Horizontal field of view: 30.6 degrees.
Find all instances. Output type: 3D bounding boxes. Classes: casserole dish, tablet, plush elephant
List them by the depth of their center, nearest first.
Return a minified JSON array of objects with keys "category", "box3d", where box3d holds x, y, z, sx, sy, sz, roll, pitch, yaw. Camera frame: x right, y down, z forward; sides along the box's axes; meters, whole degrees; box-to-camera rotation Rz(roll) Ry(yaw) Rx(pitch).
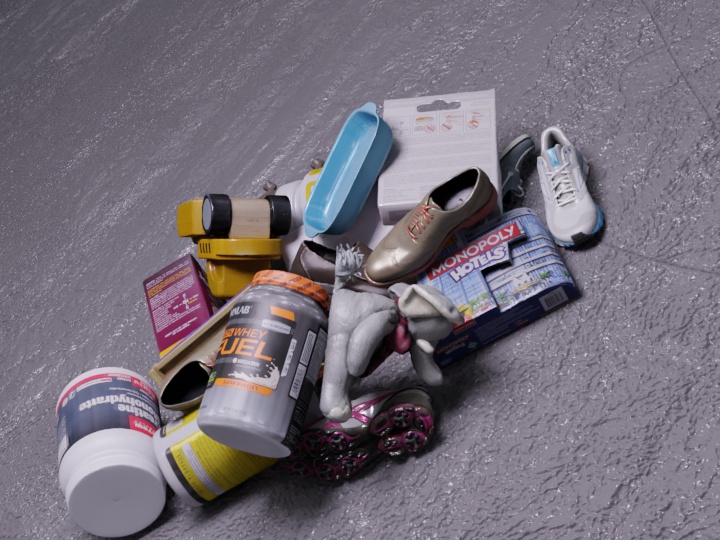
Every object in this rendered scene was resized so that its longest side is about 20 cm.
[{"category":"plush elephant","box3d":[0.042,0.073,1.541,0.155,0.200,0.165,5,5,3]},{"category":"casserole dish","box3d":[-0.014,-0.129,1.778,0.200,0.039,0.121,-65,25,3]},{"category":"tablet","box3d":[-0.016,-0.033,1.815,0.200,0.014,0.130,-32,69,23]}]

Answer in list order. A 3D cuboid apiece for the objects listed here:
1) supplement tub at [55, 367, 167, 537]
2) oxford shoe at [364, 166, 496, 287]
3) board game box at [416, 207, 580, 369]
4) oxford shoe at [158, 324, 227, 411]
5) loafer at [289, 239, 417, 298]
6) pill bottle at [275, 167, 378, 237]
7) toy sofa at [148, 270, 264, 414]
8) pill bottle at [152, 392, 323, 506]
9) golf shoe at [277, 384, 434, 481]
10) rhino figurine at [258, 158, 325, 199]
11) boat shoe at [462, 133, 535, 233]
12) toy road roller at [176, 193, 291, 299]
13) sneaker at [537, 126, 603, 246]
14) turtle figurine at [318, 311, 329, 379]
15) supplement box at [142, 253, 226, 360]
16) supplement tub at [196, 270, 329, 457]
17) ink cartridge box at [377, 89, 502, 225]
[{"category":"supplement tub","box3d":[-0.326,0.235,1.725,0.140,0.140,0.200,-30,35,6]},{"category":"oxford shoe","box3d":[0.079,-0.061,1.646,0.200,0.075,0.070,-42,62,-3]},{"category":"board game box","box3d":[0.149,-0.004,1.672,0.200,0.062,0.200,-29,45,8]},{"category":"oxford shoe","box3d":[-0.166,0.113,1.637,0.200,0.070,0.075,-40,1,3]},{"category":"loafer","box3d":[0.000,0.000,1.745,0.200,0.071,0.073,7,22,10]},{"category":"pill bottle","box3d":[-0.017,-0.101,1.896,0.200,0.114,0.114,-13,40,27]},{"category":"toy sofa","box3d":[-0.175,0.095,1.722,0.200,0.083,0.098,-40,6,5]},{"category":"pill bottle","box3d":[-0.150,0.202,1.649,0.200,0.111,0.111,-31,35,6]},{"category":"golf shoe","box3d":[-0.004,0.194,1.586,0.200,0.073,0.092,-17,21,11]},{"category":"rhino figurine","box3d":[-0.135,-0.095,2.031,0.200,0.060,0.088,-26,33,14]},{"category":"boat shoe","box3d":[0.189,-0.108,1.804,0.062,0.073,0.200,38,61,9]},{"category":"toy road roller","box3d":[-0.181,-0.033,1.873,0.123,0.146,0.200,0,1,-22]},{"category":"sneaker","box3d":[0.261,-0.113,1.713,0.075,0.087,0.200,-22,38,14]},{"category":"turtle figurine","box3d":[-0.051,0.097,1.732,0.200,0.064,0.161,-27,22,37]},{"category":"supplement box","box3d":[-0.233,0.082,1.857,0.086,0.110,0.200,-31,35,3]},{"category":"supplement tub","box3d":[-0.109,0.109,1.552,0.122,0.123,0.200,-2,63,37]},{"category":"ink cartridge box","box3d":[0.107,-0.152,1.775,0.161,0.050,0.200,-4,49,9]}]
